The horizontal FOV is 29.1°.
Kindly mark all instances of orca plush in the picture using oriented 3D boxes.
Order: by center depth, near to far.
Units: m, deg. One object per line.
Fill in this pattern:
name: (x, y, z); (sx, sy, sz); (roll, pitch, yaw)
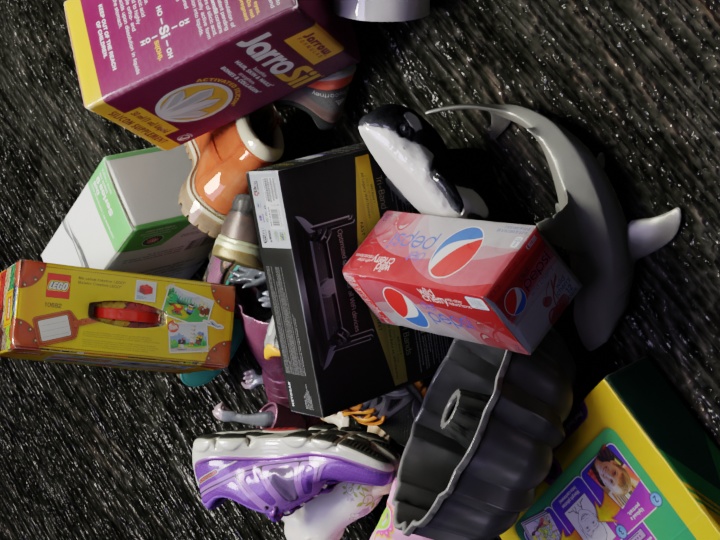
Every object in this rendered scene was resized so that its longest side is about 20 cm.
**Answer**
orca plush: (0.087, -0.063, 1.083); (0.200, 0.071, 0.105); (45, 169, 1)

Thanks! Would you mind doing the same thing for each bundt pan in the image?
bundt pan: (0.100, 0.121, 1.066); (0.075, 0.203, 0.203); (24, 136, -9)

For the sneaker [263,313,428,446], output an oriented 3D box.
sneaker: (-0.013, 0.095, 1.210); (0.200, 0.078, 0.078); (45, 147, -22)

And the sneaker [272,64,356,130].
sneaker: (-0.086, -0.184, 1.244); (0.199, 0.076, 0.083); (37, 137, 37)

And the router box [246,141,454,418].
router box: (0.000, 0.000, 1.140); (0.052, 0.156, 0.203); (4, 106, 54)

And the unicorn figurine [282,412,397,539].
unicorn figurine: (-0.034, 0.223, 1.294); (0.201, 0.073, 0.138); (-53, 48, 34)

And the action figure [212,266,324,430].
action figure: (-0.065, 0.092, 1.333); (0.147, 0.134, 0.203); (-9, 115, 9)

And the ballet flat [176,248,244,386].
ballet flat: (-0.143, 0.029, 1.410); (0.201, 0.068, 0.072); (-62, 39, 37)

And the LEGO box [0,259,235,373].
LEGO box: (-0.234, 0.047, 1.289); (0.149, 0.197, 0.078); (166, 110, -65)

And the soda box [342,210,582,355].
soda box: (0.069, 0.005, 1.032); (0.064, 0.070, 0.199); (47, 161, -26)

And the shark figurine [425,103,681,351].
shark figurine: (0.141, -0.054, 1.009); (0.128, 0.089, 0.216); (-39, 75, 48)

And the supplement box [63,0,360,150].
supplement box: (-0.120, -0.194, 1.132); (0.198, 0.131, 0.105); (-23, 70, 18)

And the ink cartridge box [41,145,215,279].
ink cartridge box: (-0.218, -0.041, 1.399); (0.200, 0.145, 0.085); (-43, 69, 48)

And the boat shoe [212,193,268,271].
boat shoe: (-0.063, -0.036, 1.202); (0.071, 0.200, 0.067); (20, 98, 18)

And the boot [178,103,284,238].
boot: (-0.107, -0.121, 1.259); (0.108, 0.074, 0.201); (-52, 23, 24)

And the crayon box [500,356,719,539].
crayon box: (0.202, 0.196, 1.052); (0.173, 0.058, 0.201); (54, 138, 20)

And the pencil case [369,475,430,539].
pencil case: (0.043, 0.259, 1.250); (0.087, 0.087, 0.202); (45, 134, 30)

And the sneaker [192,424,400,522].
sneaker: (-0.056, 0.184, 1.245); (0.197, 0.080, 0.085); (-4, 91, 23)

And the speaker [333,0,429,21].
speaker: (0.018, -0.296, 1.068); (0.081, 0.081, 0.203); (23, 122, 43)
